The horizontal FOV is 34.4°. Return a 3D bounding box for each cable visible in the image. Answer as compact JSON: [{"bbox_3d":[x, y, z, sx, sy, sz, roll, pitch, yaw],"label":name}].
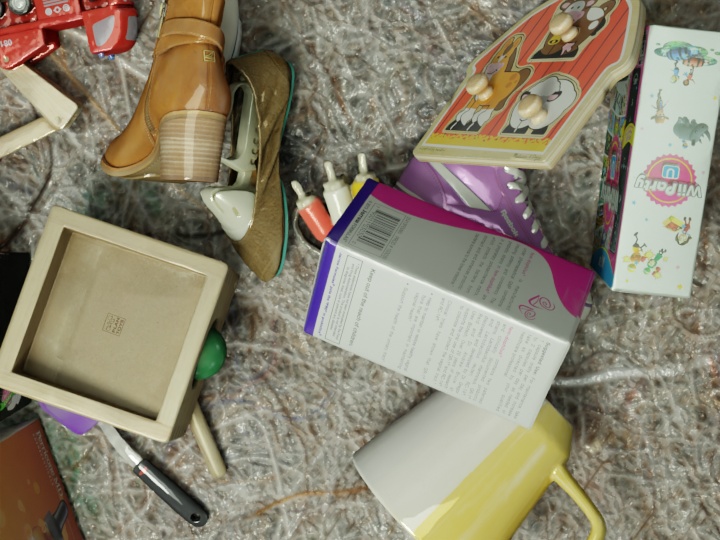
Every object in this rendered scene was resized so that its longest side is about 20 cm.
[{"bbox_3d":[0.000,0.000,1.018,0.097,0.050,0.200,-20,97,21],"label":"cable"}]

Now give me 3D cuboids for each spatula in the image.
[{"bbox_3d":[-0.216,0.167,1.078,0.057,0.021,0.200,-44,92,8],"label":"spatula"}]

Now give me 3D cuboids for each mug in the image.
[{"bbox_3d":[0.111,0.170,0.992,0.187,0.149,0.153,44,91,-6],"label":"mug"}]

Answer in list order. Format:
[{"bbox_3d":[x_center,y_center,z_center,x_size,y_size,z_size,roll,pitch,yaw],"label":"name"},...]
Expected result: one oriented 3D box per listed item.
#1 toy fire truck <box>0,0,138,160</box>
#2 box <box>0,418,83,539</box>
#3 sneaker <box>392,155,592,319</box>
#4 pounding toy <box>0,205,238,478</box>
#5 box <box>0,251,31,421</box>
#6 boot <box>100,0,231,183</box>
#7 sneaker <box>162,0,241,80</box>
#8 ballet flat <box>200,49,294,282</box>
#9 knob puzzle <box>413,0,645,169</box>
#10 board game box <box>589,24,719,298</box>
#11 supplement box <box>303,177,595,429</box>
[{"bbox_3d":[-0.287,-0.172,1.026,0.199,0.049,0.141,-9,97,6],"label":"toy fire truck"},{"bbox_3d":[-0.338,0.235,1.009,0.106,0.200,0.153,-18,95,9],"label":"box"},{"bbox_3d":[0.134,-0.050,0.989,0.200,0.073,0.114,36,97,0],"label":"sneaker"},{"bbox_3d":[-0.191,0.070,1.020,0.200,0.142,0.185,19,85,1],"label":"pounding toy"},{"bbox_3d":[-0.375,0.064,0.990,0.124,0.200,0.149,2,98,7],"label":"box"},{"bbox_3d":[-0.161,-0.151,0.959,0.077,0.200,0.156,3,93,-23],"label":"boot"},{"bbox_3d":[-0.140,-0.246,0.989,0.073,0.071,0.201,2,98,6],"label":"sneaker"},{"bbox_3d":[-0.100,-0.090,1.001,0.072,0.068,0.201,-1,100,-38],"label":"ballet flat"},{"bbox_3d":[0.141,-0.169,0.918,0.220,0.220,0.030,-42,118,10],"label":"knob puzzle"},{"bbox_3d":[0.235,-0.089,0.934,0.064,0.148,0.201,6,98,4],"label":"board game box"},{"bbox_3d":[0.070,0.024,0.926,0.200,0.101,0.104,22,129,9],"label":"supplement box"}]
